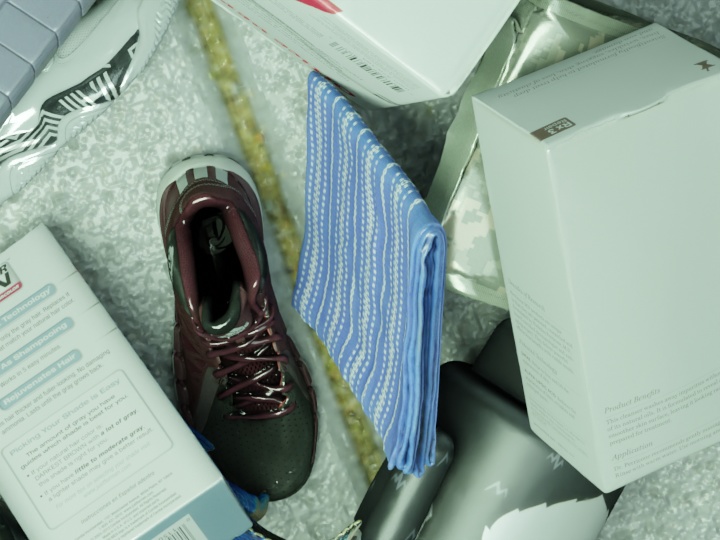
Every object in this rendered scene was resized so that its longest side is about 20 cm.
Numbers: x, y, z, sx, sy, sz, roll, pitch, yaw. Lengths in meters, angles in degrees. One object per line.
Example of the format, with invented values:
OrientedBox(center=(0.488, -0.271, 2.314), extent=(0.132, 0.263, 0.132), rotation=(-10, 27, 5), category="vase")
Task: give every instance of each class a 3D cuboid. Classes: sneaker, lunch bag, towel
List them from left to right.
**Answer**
OrientedBox(center=(-0.195, -0.111, 1.399), extent=(0.200, 0.075, 0.115), rotation=(-43, 103, 8), category="sneaker")
OrientedBox(center=(-0.071, 0.042, 1.419), extent=(0.076, 0.116, 0.200), rotation=(-15, 102, 0), category="sneaker")
OrientedBox(center=(0.000, 0.000, 1.361), extent=(0.024, 0.200, 0.145), rotation=(-6, 118, -18), category="towel")
OrientedBox(center=(0.119, -0.055, 1.380), extent=(0.200, 0.118, 0.164), rotation=(16, 102, -38), category="lunch bag")

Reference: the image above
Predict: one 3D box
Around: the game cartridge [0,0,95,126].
OrientedBox(center=(-0.236, -0.174, 1.362), extent=(0.200, 0.038, 0.130), rotation=(33, 80, 6), category="game cartridge")

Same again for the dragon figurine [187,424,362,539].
OrientedBox(center=(-0.101, 0.117, 1.419), extent=(0.099, 0.200, 0.059), rotation=(46, 68, -44), category="dragon figurine")

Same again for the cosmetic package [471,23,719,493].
OrientedBox(center=(0.133, -0.006, 1.294), extent=(0.113, 0.081, 0.200), rotation=(-21, 119, -19), category="cosmetic package")

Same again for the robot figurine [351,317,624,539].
OrientedBox(center=(0.070, 0.130, 1.434), extent=(0.150, 0.125, 0.200), rotation=(28, 95, -15), category="robot figurine")

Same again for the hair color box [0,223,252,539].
OrientedBox(center=(-0.152, 0.080, 1.382), extent=(0.099, 0.200, 0.061), rotation=(-35, 147, -6), category="hair color box")

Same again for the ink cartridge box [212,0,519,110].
OrientedBox(center=(-0.010, -0.156, 1.337), extent=(0.145, 0.200, 0.083), rotation=(36, 85, -10), category="ink cartridge box")

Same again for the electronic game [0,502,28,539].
OrientedBox(center=(-0.265, 0.157, 1.394), extent=(0.200, 0.200, 0.042), rotation=(17, 124, -7), category="electronic game")
